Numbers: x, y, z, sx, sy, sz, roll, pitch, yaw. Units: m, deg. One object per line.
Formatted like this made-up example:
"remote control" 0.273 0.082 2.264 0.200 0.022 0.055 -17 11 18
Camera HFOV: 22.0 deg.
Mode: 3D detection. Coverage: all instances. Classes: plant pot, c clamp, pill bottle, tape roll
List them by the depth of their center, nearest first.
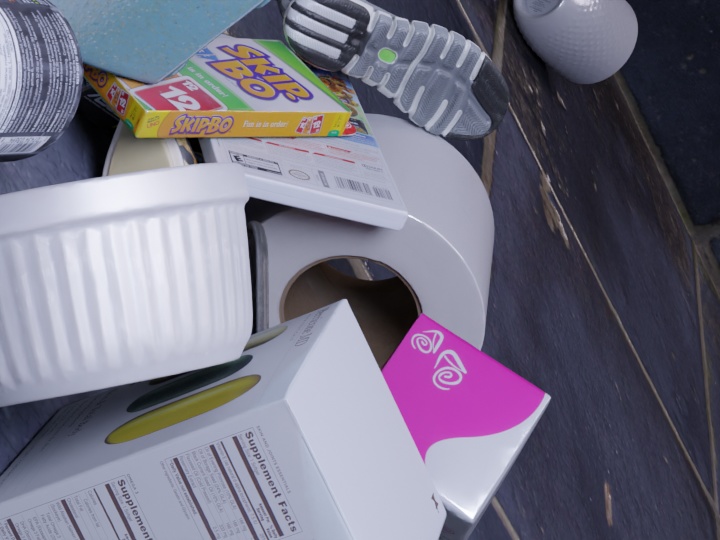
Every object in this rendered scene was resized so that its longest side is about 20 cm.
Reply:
"pill bottle" -0.241 -0.110 1.007 0.107 0.106 0.200 70 19 2
"plant pot" -0.143 -0.242 1.193 0.200 0.196 0.196 49 28 -15
"c clamp" -0.083 0.076 1.200 0.171 0.027 0.201 122 -30 -66
"tape roll" 0.000 0.000 1.406 0.203 0.202 0.139 60 22 -25

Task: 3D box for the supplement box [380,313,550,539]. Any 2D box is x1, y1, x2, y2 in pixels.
"supplement box" 0.041 0.126 1.208 0.101 0.104 0.200 33 -22 7

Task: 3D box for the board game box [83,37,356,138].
"board game box" -0.095 -0.127 1.274 0.199 0.030 0.096 -2 39 -45

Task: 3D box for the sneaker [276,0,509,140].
"sneaker" 0.020 -0.176 1.412 0.200 0.075 0.116 26 16 -28

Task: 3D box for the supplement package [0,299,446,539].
"supplement package" -0.080 0.138 1.045 0.151 0.199 0.152 65 19 -13

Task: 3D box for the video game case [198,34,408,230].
"video game case" -0.054 -0.105 1.316 0.143 0.018 0.200 12 32 -24

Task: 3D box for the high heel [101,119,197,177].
"high heel" -0.120 -0.028 1.303 0.142 0.071 0.201 4 78 -68

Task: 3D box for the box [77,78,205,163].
"box" -0.171 -0.186 1.369 0.160 0.044 0.201 38 36 -57

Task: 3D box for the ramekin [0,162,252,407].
"ramekin" -0.151 0.011 1.002 0.200 0.199 0.106 -9 88 -71

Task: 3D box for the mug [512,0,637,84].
"mug" 0.289 -0.387 2.717 0.200 0.148 0.175 45 11 36
